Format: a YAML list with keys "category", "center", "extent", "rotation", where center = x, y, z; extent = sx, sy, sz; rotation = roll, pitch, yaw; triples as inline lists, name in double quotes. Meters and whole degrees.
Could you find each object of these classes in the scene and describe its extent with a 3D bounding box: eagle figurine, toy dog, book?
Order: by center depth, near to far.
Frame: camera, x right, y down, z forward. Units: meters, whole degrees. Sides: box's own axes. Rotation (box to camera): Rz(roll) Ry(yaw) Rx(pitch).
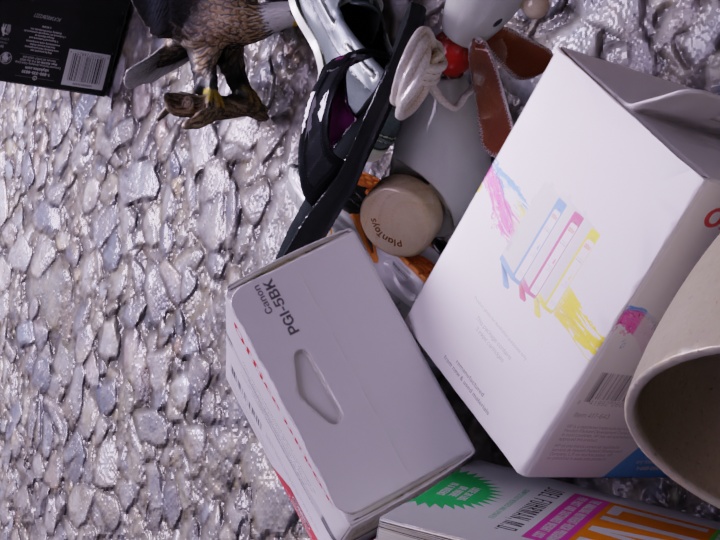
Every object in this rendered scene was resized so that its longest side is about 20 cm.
- category: "book"
  center: [0.123, 0.141, 0.637]
  extent: [0.199, 0.133, 0.048]
  rotation: [11, 101, 24]
- category: "toy dog"
  center: [0.072, -0.084, 0.810]
  extent: [0.200, 0.096, 0.132]
  rotation: [105, -169, -57]
- category: "eagle figurine"
  center: [-0.098, -0.211, 1.018]
  extent: [0.152, 0.150, 0.202]
  rotation: [-152, 61, -69]

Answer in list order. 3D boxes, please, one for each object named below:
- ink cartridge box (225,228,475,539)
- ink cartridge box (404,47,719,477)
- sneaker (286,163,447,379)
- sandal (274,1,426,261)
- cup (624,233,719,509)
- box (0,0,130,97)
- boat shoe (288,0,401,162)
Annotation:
- category: "ink cartridge box"
  center: [-0.014, 0.082, 0.806]
  extent: [0.147, 0.082, 0.200]
  rotation: [61, 167, 12]
- category: "ink cartridge box"
  center: [0.140, -0.009, 0.696]
  extent: [0.125, 0.128, 0.201]
  rotation: [52, 123, 42]
- category: "sneaker"
  center: [0.000, 0.000, 0.911]
  extent: [0.200, 0.075, 0.092]
  rotation: [46, 124, 44]
- category: "sandal"
  center: [-0.019, -0.076, 0.819]
  extent: [0.201, 0.048, 0.075]
  rotation: [-60, 9, 31]
- category: "cup"
  center: [0.225, 0.021, 0.566]
  extent: [0.200, 0.200, 0.144]
  rotation: [-11, 49, 49]
- category: "box"
  center: [-0.329, -0.261, 1.283]
  extent: [0.200, 0.148, 0.125]
  rotation: [38, 115, 45]
- category: "boat shoe"
  center: [0.000, -0.164, 0.921]
  extent: [0.062, 0.072, 0.201]
  rotation: [-44, 42, 34]
